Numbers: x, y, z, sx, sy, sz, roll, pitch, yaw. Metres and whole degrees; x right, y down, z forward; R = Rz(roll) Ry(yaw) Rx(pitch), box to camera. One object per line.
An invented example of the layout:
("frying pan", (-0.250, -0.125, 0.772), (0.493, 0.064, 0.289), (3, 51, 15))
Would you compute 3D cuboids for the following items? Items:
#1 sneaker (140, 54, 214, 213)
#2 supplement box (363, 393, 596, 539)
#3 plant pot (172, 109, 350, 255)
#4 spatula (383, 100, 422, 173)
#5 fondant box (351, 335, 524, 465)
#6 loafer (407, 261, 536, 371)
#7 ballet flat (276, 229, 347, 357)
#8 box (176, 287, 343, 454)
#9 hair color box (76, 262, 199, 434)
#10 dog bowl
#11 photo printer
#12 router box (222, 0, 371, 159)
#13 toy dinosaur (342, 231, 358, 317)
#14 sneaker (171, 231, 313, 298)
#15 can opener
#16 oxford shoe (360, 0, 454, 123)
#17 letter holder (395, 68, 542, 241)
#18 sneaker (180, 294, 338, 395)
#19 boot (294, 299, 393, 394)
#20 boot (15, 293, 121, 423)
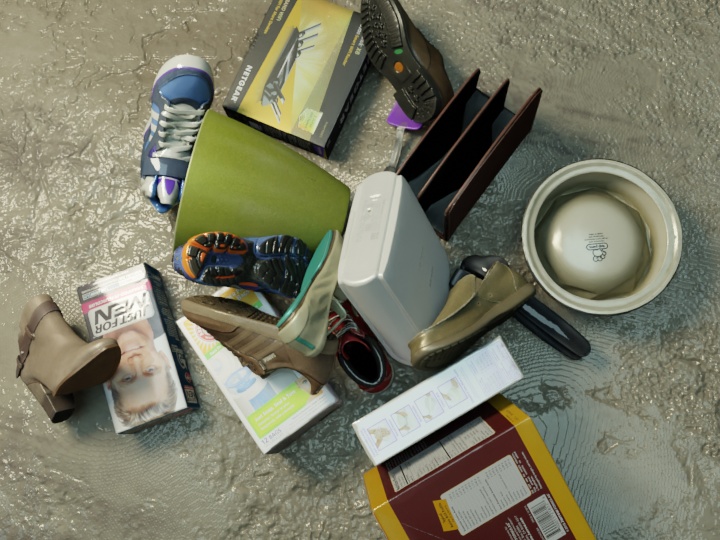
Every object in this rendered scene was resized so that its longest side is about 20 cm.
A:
("sneaker", (-0.235, -0.160, 1.026), (0.080, 0.200, 0.148), (5, 61, -27))
("supplement box", (0.137, 0.287, 0.914), (0.199, 0.133, 0.198), (-29, 94, -2))
("plant pot", (-0.119, -0.088, 1.021), (0.198, 0.187, 0.189), (14, 79, -8))
("spatula", (0.047, -0.157, 1.090), (0.056, 0.021, 0.201), (16, 83, 25))
("fondant box", (0.091, 0.159, 0.960), (0.199, 0.144, 0.058), (-31, 79, -3))
("loafer", (0.121, 0.051, 0.929), (0.199, 0.076, 0.068), (-26, 69, -37))
("ballet flat", (-0.041, 0.026, 0.911), (0.069, 0.070, 0.200), (14, 36, 7))
("box", (-0.125, 0.118, 1.007), (0.112, 0.101, 0.201), (-35, 78, -4))
("hair color box", (-0.291, 0.102, 1.043), (0.099, 0.061, 0.201), (-20, 78, 0))
("dog bowl", (0.301, -0.037, 1.022), (0.198, 0.074, 0.202), (-1, 79, 3))
("photo printer", (0.051, 0.007, 0.961), (0.069, 0.200, 0.167), (-8, 50, 25))
("router box", (-0.078, -0.278, 1.109), (0.156, 0.052, 0.201), (22, 81, 7))
("toy dinosaur", (0.000, 0.000, 1.015), (0.058, 0.101, 0.201), (-12, 50, 24))
("sneaker", (-0.135, -0.010, 0.944), (0.078, 0.199, 0.076), (1, 81, 46))
("can opener", (0.207, 0.049, 1.020), (0.199, 0.063, 0.079), (35, 86, 0))
("oxford shoe", (0.063, -0.294, 1.073), (0.084, 0.072, 0.201), (-25, 89, -46))
("letter holder", (0.132, -0.160, 1.024), (0.100, 0.142, 0.200), (36, 83, 10))
("sneaker", (-0.126, 0.086, 0.926), (0.199, 0.070, 0.076), (16, 100, 16))
("boot", (-0.028, 0.061, 0.990), (0.072, 0.144, 0.201), (-36, 77, -2))
("boot", (-0.380, 0.093, 1.005), (0.200, 0.070, 0.147), (-44, 64, 31))
